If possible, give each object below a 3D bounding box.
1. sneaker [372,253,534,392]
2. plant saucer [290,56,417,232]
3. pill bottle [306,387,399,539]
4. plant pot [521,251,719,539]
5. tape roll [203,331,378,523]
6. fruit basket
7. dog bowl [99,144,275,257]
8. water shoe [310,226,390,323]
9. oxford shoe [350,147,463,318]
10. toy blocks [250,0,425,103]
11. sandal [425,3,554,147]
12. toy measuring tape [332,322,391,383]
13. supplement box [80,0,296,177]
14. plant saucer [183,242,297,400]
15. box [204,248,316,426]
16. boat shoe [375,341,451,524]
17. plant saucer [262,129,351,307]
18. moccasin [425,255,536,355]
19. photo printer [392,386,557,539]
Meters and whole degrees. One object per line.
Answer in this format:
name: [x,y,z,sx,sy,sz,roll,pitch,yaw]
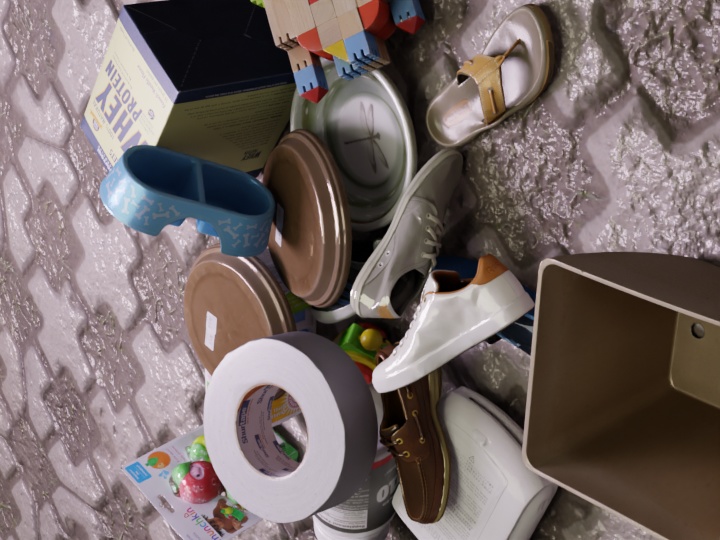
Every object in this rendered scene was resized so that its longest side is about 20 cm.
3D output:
sneaker: [0.077,0.049,1.166,0.200,0.073,0.085,-36,87,31]
plant saucer: [0.002,-0.145,1.303,0.199,0.050,0.202,20,118,42]
pill bottle: [-0.008,0.245,1.399,0.114,0.113,0.201,37,143,33]
plant pot: [0.274,0.089,0.988,0.199,0.176,0.201,23,120,42]
tape roll: [-0.079,0.171,1.287,0.199,0.066,0.202,4,98,34]
fruit basket: [-0.188,0.270,1.561,0.185,0.199,0.094,39,131,33]
dog bowl: [-0.184,-0.080,1.289,0.050,0.199,0.112,-61,27,32]
water shoe: [0.000,0.000,1.332,0.199,0.071,0.079,-23,105,49]
oxford shoe: [0.061,-0.033,1.209,0.057,0.075,0.201,24,79,32]
toy blocks: [-0.016,-0.264,1.215,0.199,0.100,0.138,-21,79,23]
sandal: [0.120,-0.182,1.153,0.200,0.054,0.081,-39,75,48]
toy measuring tape: [-0.008,0.112,1.413,0.074,0.073,0.200,62,154,10]
supplement box: [-0.195,-0.205,1.386,0.135,0.199,0.200,56,138,20]
plant saucer: [-0.150,0.067,1.400,0.199,0.029,0.202,22,122,40]
box: [-0.128,0.089,1.490,0.101,0.112,0.202,22,120,40]
boat shoe: [0.050,0.175,1.260,0.072,0.067,0.202,-3,93,58]
plant saucer: [-0.066,-0.056,1.314,0.200,0.029,0.202,35,130,56]
moccasin: [0.139,0.048,1.200,0.199,0.080,0.069,33,125,37]
photo printer: [0.127,0.240,1.295,0.166,0.069,0.201,44,133,31]
